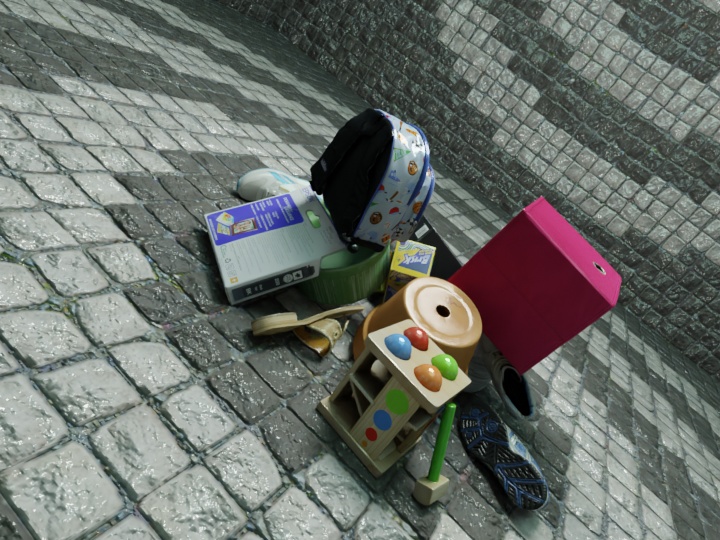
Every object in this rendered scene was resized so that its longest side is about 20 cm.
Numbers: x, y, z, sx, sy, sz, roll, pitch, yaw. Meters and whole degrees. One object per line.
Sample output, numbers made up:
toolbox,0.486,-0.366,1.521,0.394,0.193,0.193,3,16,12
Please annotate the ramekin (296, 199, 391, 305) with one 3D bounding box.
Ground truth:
ramekin,-0.039,-0.033,0.952,0.198,0.098,0.201,-4,43,4

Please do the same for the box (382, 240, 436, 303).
box,0.085,0.014,0.984,0.069,0.065,0.200,16,-19,4

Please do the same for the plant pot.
plant pot,0.102,0.106,0.865,0.198,0.141,0.201,15,43,-14

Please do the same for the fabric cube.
fabric cube,0.299,0.018,0.928,0.200,0.200,0.196,49,30,9

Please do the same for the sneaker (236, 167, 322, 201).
sneaker,-0.162,-0.156,1.132,0.198,0.077,0.081,9,41,-20

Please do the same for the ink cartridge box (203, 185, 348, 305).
ink cartridge box,-0.142,-0.051,0.881,0.198,0.044,0.199,-19,45,-13

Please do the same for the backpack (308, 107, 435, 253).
backpack,0.030,-0.146,0.844,0.153,0.192,0.201,5,36,-31

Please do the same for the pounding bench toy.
pounding bench toy,0.075,0.187,0.717,0.200,0.157,0.124,45,26,20

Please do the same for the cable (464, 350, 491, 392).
cable,0.182,0.149,1.062,0.199,0.070,0.200,10,33,-45

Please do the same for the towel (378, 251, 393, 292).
towel,0.085,0.007,1.152,0.018,0.087,0.199,10,1,27

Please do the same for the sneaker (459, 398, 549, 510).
sneaker,0.227,0.296,0.858,0.077,0.075,0.201,45,11,-46

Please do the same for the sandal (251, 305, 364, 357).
sandal,-0.072,0.101,0.826,0.210,0.077,0.070,-2,74,-46

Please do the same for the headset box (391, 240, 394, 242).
headset box,0.032,-0.168,1.367,0.149,0.077,0.200,55,1,42

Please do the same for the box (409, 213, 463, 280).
box,0.144,-0.045,1.124,0.141,0.079,0.200,47,11,-19

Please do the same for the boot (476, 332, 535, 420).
boot,0.257,0.165,0.941,0.096,0.073,0.202,51,15,-74
